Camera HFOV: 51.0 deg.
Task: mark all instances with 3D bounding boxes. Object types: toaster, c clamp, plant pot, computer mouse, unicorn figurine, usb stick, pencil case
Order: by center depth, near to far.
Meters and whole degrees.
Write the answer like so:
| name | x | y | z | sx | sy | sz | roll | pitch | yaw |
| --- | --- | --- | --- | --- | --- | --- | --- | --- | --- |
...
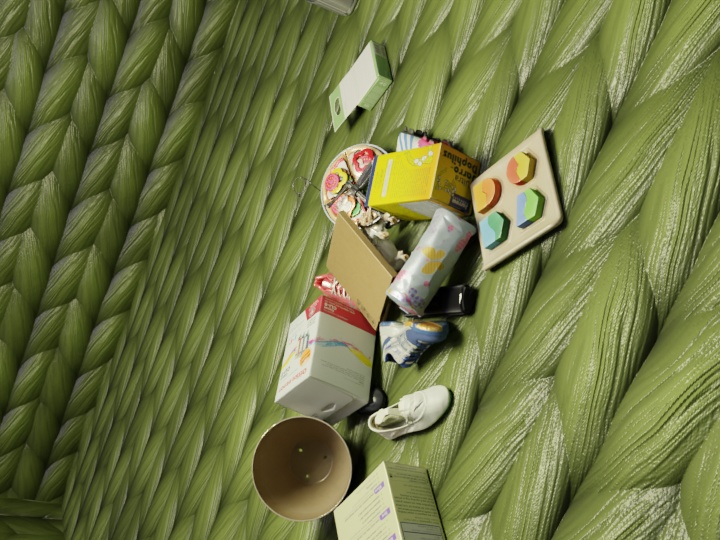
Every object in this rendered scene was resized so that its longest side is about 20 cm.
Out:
| name | x | y | z | sx | sy | sz | roll | pitch | yaw |
| --- | --- | --- | --- | --- | --- | --- | --- | --- | --- |
| pencil case | 0.127 | -0.015 | 1.370 | 0.201 | 0.083 | 0.091 | -58 | -1 | -3 |
| usb stick | 0.140 | 0.059 | 1.406 | 0.200 | 0.032 | 0.056 | -10 | 74 | 58 |
| unicorn figurine | 0.053 | -0.032 | 1.533 | 0.137 | 0.074 | 0.201 | -22 | 89 | 57 |
| plant pot | -0.109 | 0.396 | 1.541 | 0.134 | 0.199 | 0.202 | 58 | -136 | -80 |
| computer mouse | -0.012 | 0.270 | 1.559 | 0.200 | 0.034 | 0.059 | -21 | 59 | 56 |
| c clamp | 0.039 | -0.158 | 1.628 | 0.200 | 0.027 | 0.171 | 40 | 97 | 37 |
| toaster | -0.084 | -0.793 | 2.127 | 0.114 | 0.129 | 0.200 | -65 | 30 | 17 |

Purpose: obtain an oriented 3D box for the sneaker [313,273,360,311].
| name | x | y | z | sx | sy | sz | roll | pitch | yaw |
| --- | --- | --- | --- | --- | --- | --- | --- | --- | --- |
| sneaker | -0.040 | 0.046 | 1.667 | 0.200 | 0.086 | 0.074 | 10 | 85 | 61 |

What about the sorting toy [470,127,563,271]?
| name | x | y | z | sx | sy | sz | roll | pitch | yaw |
| --- | --- | --- | --- | --- | --- | --- | --- | --- | --- |
| sorting toy | 0.256 | -0.122 | 1.290 | 0.185 | 0.036 | 0.201 | -38 | 45 | 47 |

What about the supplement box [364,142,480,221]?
| name | x | y | z | sx | sy | sz | roll | pitch | yaw |
| --- | --- | --- | --- | --- | --- | --- | --- | --- | --- |
| supplement box | 0.117 | -0.166 | 1.461 | 0.199 | 0.108 | 0.110 | 0 | 75 | 53 |

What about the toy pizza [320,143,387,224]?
| name | x | y | z | sx | sy | sz | roll | pitch | yaw |
| --- | --- | --- | --- | --- | --- | --- | --- | --- | --- |
| toy pizza | -0.010 | -0.192 | 1.700 | 0.199 | 0.032 | 0.202 | -7 | 76 | 29 |

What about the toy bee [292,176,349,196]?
| name | x | y | z | sx | sy | sz | roll | pitch | yaw |
| --- | --- | --- | --- | --- | --- | --- | --- | --- | --- |
| toy bee | -0.046 | -0.189 | 1.807 | 0.200 | 0.109 | 0.131 | 39 | 103 | 33 |

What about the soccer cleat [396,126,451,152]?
| name | x | y | z | sx | sy | sz | roll | pitch | yaw |
| --- | --- | --- | --- | --- | --- | --- | --- | --- | --- |
| soccer cleat | 0.129 | -0.236 | 1.548 | 0.200 | 0.069 | 0.087 | -133 | 55 | -64 |

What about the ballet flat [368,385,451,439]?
| name | x | y | z | sx | sy | sz | roll | pitch | yaw |
| --- | --- | --- | --- | --- | --- | --- | --- | --- | --- |
| ballet flat | 0.082 | 0.259 | 1.370 | 0.200 | 0.069 | 0.070 | -39 | 44 | 46 |

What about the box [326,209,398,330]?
| name | x | y | z | sx | sy | sz | roll | pitch | yaw |
| --- | --- | --- | --- | --- | --- | --- | --- | --- | --- |
| box | 0.000 | 0.000 | 1.540 | 0.200 | 0.021 | 0.164 | 52 | 145 | 31 |

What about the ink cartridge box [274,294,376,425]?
| name | x | y | z | sx | sy | sz | roll | pitch | yaw |
| --- | --- | --- | --- | --- | --- | --- | --- | --- | --- |
| ink cartridge box | -0.068 | 0.187 | 1.551 | 0.145 | 0.144 | 0.201 | -42 | 31 | 43 |

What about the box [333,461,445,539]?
| name | x | y | z | sx | sy | sz | roll | pitch | yaw |
| --- | --- | --- | --- | --- | --- | --- | --- | --- | --- |
| box | 0.052 | 0.462 | 1.287 | 0.176 | 0.096 | 0.201 | -53 | 34 | 32 |

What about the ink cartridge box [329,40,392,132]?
| name | x | y | z | sx | sy | sz | roll | pitch | yaw |
| --- | --- | --- | --- | --- | --- | --- | --- | --- | --- |
| ink cartridge box | -0.002 | -0.456 | 1.897 | 0.200 | 0.048 | 0.146 | -48 | 38 | 39 |

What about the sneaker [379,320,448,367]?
| name | x | y | z | sx | sy | sz | roll | pitch | yaw |
| --- | --- | --- | --- | --- | --- | --- | --- | --- | --- |
| sneaker | 0.103 | 0.137 | 1.406 | 0.200 | 0.075 | 0.089 | 167 | 104 | -65 |
